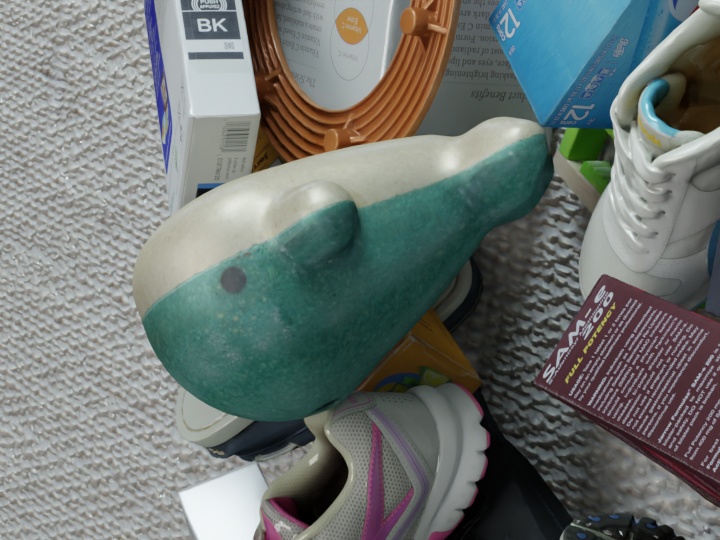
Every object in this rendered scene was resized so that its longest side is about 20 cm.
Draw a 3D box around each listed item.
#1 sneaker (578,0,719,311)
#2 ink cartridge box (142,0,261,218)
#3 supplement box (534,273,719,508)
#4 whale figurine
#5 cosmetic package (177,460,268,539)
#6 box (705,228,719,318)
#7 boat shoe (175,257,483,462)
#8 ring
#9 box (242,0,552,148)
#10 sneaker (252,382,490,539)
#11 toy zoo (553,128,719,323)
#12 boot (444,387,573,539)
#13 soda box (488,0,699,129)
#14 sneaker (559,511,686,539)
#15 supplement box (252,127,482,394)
[{"bbox_3d":[0.137,-0.051,1.214,0.077,0.081,0.200,62,139,32],"label":"sneaker"},{"bbox_3d":[-0.082,-0.118,1.412,0.100,0.039,0.200,101,162,-51],"label":"ink cartridge box"},{"bbox_3d":[0.163,0.069,1.147,0.061,0.109,0.200,-58,25,-3],"label":"supplement box"},{"bbox_3d":[0.000,0.000,1.281,0.159,0.199,0.104,57,-168,-79],"label":"whale figurine"},{"bbox_3d":[-0.031,0.221,1.485,0.151,0.052,0.200,83,164,-53],"label":"cosmetic package"},{"bbox_3d":[0.239,-0.051,1.070,0.182,0.104,0.201,30,115,52],"label":"box"},{"bbox_3d":[-0.008,0.046,1.490,0.200,0.062,0.075,-35,46,27],"label":"boat shoe"},{"bbox_3d":[-0.014,-0.141,1.348,0.200,0.019,0.201,-2,87,57],"label":"ring"},{"bbox_3d":[0.022,-0.166,1.406,0.152,0.106,0.201,24,110,55],"label":"box"},{"bbox_3d":[-0.015,0.140,1.335,0.081,0.088,0.201,25,100,64],"label":"sneaker"},{"bbox_3d":[0.157,-0.094,1.275,0.131,0.020,0.200,52,132,44],"label":"toy zoo"},{"bbox_3d":[0.046,0.157,1.385,0.200,0.065,0.165,-126,47,-54],"label":"boot"},{"bbox_3d":[0.136,-0.149,1.229,0.200,0.064,0.068,-56,46,41],"label":"soda box"},{"bbox_3d":[0.140,0.194,1.208,0.200,0.077,0.085,-118,32,-47],"label":"sneaker"},{"bbox_3d":[-0.019,0.004,1.426,0.069,0.066,0.200,-47,44,10],"label":"supplement box"}]
